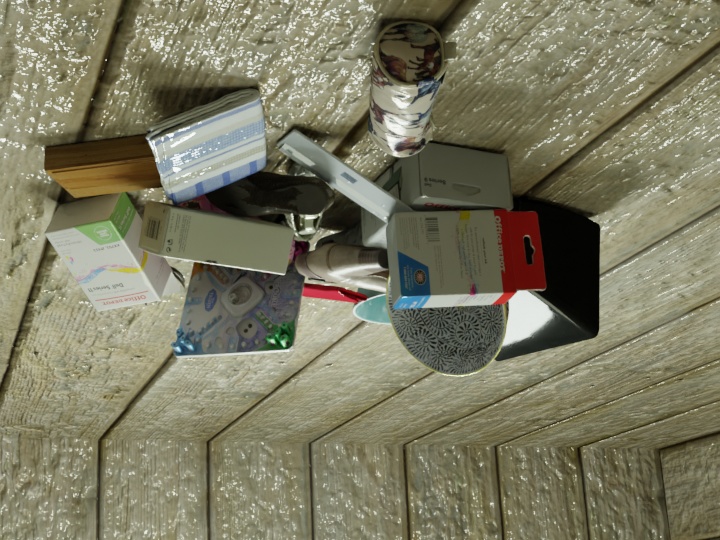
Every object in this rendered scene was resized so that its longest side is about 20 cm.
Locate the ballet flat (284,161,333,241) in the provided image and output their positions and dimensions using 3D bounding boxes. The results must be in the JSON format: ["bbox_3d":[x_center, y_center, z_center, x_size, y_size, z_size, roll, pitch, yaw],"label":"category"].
[{"bbox_3d":[-0.071,-0.094,1.647,0.071,0.073,0.200,-1,161,-6],"label":"ballet flat"}]

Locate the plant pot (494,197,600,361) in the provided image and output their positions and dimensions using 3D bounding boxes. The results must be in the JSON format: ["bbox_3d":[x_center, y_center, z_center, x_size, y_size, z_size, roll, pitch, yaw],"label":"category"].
[{"bbox_3d":[0.241,0.000,1.801,0.199,0.202,0.177,-17,145,38],"label":"plant pot"}]

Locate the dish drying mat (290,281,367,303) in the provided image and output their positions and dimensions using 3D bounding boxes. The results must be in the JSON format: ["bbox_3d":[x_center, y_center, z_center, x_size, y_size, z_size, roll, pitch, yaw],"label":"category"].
[{"bbox_3d":[-0.087,0.031,1.839,0.198,0.018,0.076,7,171,39],"label":"dish drying mat"}]

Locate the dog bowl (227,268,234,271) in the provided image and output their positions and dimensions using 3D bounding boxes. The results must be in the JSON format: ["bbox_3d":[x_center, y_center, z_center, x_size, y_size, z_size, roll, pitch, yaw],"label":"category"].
[{"bbox_3d":[-0.188,0.005,1.954,0.110,0.050,0.200,1,161,-11],"label":"dog bowl"}]

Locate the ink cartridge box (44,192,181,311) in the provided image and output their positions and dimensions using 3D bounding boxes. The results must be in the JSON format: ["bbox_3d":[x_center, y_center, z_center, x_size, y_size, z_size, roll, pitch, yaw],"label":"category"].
[{"bbox_3d":[-0.357,-0.011,1.705,0.116,0.068,0.201,-10,130,21],"label":"ink cartridge box"}]

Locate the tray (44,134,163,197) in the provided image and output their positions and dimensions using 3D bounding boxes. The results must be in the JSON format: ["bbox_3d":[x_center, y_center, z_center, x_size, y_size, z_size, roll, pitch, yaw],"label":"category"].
[{"bbox_3d":[-0.300,-0.137,1.525,0.197,0.038,0.099,-7,162,9],"label":"tray"}]

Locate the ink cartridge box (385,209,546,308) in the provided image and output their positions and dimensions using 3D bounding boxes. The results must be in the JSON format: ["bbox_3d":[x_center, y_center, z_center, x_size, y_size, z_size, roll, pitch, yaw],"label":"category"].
[{"bbox_3d":[0.139,-0.015,1.551,0.197,0.118,0.067,-1,164,-10],"label":"ink cartridge box"}]

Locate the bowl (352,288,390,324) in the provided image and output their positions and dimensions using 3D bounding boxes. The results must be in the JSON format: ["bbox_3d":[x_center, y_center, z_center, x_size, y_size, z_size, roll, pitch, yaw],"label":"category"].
[{"bbox_3d":[0.083,0.013,1.931,0.198,0.106,0.201,-2,162,-1],"label":"bowl"}]

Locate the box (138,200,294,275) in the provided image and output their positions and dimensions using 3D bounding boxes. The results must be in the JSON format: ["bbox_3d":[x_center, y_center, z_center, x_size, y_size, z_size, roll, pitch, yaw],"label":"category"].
[{"bbox_3d":[-0.196,-0.044,1.592,0.198,0.069,0.082,10,-176,-35],"label":"box"}]

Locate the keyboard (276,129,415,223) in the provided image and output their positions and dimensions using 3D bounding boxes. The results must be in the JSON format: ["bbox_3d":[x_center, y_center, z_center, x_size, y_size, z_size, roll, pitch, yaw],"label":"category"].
[{"bbox_3d":[-0.018,-0.121,1.531,0.199,0.011,0.056,33,146,-19],"label":"keyboard"}]

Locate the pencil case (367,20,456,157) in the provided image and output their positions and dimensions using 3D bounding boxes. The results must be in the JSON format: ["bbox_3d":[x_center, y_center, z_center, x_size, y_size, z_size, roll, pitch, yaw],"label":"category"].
[{"bbox_3d":[0.054,-0.200,1.319,0.088,0.079,0.200,12,162,2],"label":"pencil case"}]

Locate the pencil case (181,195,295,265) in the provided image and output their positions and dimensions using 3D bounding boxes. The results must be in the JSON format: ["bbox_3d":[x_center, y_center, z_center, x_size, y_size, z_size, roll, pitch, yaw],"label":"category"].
[{"bbox_3d":[-0.184,-0.056,1.719,0.199,0.087,0.083,19,-166,-48],"label":"pencil case"}]

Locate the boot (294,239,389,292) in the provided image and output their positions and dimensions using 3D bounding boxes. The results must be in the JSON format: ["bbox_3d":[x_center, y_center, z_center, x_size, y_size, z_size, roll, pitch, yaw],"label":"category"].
[{"bbox_3d":[0.000,0.000,1.767,0.145,0.071,0.200,-3,161,30],"label":"boot"}]

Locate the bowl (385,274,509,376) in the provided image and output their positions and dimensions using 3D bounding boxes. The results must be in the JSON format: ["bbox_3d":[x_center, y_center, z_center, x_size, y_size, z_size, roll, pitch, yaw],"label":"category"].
[{"bbox_3d":[0.144,0.042,1.687,0.199,0.203,0.094,-18,-175,39],"label":"bowl"}]

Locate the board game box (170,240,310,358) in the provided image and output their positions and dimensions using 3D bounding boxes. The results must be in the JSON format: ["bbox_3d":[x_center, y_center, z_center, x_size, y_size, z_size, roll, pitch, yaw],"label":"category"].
[{"bbox_3d":[-0.186,0.037,1.801,0.197,0.202,0.026,-5,144,18],"label":"board game box"}]

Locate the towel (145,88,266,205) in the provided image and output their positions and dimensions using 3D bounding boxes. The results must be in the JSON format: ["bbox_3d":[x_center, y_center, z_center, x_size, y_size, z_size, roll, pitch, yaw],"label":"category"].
[{"bbox_3d":[-0.186,-0.151,1.445,0.145,0.024,0.200,-23,162,-10],"label":"towel"}]

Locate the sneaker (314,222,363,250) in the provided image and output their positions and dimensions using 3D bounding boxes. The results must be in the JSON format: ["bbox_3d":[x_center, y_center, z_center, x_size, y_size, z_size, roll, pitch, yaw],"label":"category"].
[{"bbox_3d":[0.021,-0.055,1.803,0.197,0.075,0.087,-10,144,12],"label":"sneaker"}]

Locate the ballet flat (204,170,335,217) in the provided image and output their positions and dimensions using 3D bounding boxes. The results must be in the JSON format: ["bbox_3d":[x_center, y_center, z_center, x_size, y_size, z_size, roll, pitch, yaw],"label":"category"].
[{"bbox_3d":[-0.123,-0.108,1.571,0.198,0.068,0.046,5,-155,26],"label":"ballet flat"}]

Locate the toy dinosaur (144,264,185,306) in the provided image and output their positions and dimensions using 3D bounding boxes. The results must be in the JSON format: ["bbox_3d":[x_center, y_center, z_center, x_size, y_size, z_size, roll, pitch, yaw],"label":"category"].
[{"bbox_3d":[-0.318,-0.026,1.789,0.197,0.106,0.182,10,142,-7],"label":"toy dinosaur"}]

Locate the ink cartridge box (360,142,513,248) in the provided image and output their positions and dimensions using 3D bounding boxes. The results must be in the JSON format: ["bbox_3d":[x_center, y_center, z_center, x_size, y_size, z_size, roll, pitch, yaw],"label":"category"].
[{"bbox_3d":[0.104,-0.097,1.630,0.144,0.085,0.200,6,160,-23],"label":"ink cartridge box"}]
